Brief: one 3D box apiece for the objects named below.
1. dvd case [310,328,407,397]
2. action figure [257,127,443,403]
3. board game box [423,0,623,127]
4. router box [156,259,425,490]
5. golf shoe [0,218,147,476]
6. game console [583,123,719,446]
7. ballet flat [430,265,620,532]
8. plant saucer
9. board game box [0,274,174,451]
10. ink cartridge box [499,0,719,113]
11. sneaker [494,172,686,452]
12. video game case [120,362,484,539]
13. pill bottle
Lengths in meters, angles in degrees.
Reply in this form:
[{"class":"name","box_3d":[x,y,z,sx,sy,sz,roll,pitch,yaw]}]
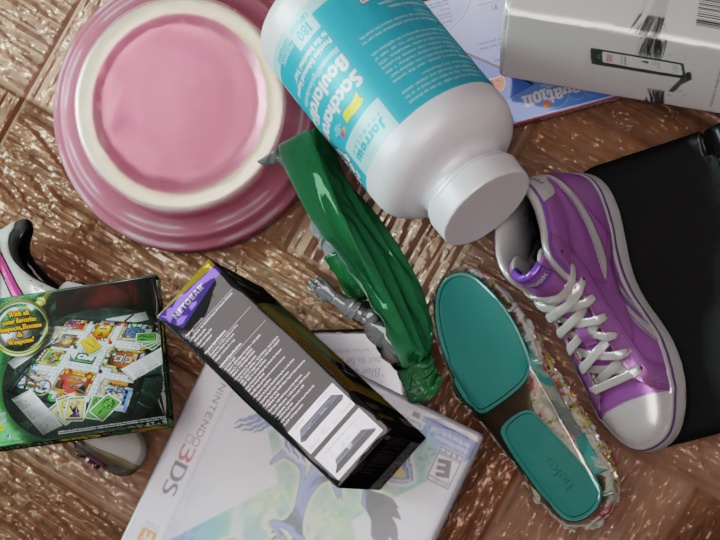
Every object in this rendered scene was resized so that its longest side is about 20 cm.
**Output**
[{"class":"dvd case","box_3d":[-0.035,0.142,1.723,0.142,0.018,0.201,-2,85,7]},{"class":"action figure","box_3d":[0.000,0.000,1.680,0.055,0.118,0.201,-29,91,22]},{"class":"board game box","box_3d":[0.089,-0.148,1.729,0.199,0.019,0.104,-14,82,6]},{"class":"router box","box_3d":[-0.040,0.072,1.598,0.157,0.200,0.052,42,91,9]},{"class":"golf shoe","box_3d":[-0.210,0.054,1.725,0.092,0.073,0.200,-42,82,3]},{"class":"game console","box_3d":[0.268,0.003,1.694,0.175,0.116,0.201,-11,84,-24]},{"class":"ballet flat","box_3d":[0.113,0.088,1.685,0.075,0.064,0.201,-32,81,20]},{"class":"plant saucer","box_3d":[-0.123,-0.115,1.739,0.199,0.051,0.202,-1,86,7]},{"class":"board game box","box_3d":[-0.228,0.068,1.680,0.199,0.023,0.106,-8,80,10]},{"class":"ink cartridge box","box_3d":[0.201,-0.194,1.656,0.199,0.084,0.147,10,63,5]},{"class":"sneaker","box_3d":[0.144,0.032,1.654,0.072,0.114,0.202,-29,76,32]},{"class":"video game case","box_3d":[-0.041,0.153,1.702,0.199,0.022,0.183,25,88,9]},{"class":"pill bottle","box_3d":[0.028,-0.112,1.647,0.111,0.111,0.200,-39,65,3]}]
